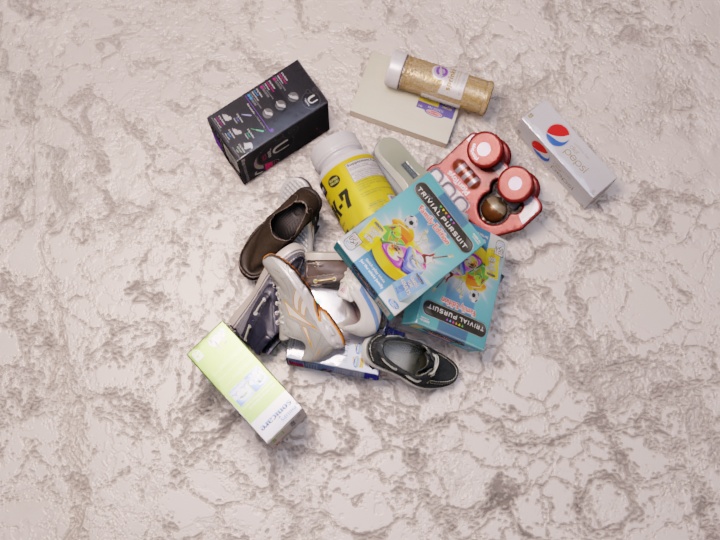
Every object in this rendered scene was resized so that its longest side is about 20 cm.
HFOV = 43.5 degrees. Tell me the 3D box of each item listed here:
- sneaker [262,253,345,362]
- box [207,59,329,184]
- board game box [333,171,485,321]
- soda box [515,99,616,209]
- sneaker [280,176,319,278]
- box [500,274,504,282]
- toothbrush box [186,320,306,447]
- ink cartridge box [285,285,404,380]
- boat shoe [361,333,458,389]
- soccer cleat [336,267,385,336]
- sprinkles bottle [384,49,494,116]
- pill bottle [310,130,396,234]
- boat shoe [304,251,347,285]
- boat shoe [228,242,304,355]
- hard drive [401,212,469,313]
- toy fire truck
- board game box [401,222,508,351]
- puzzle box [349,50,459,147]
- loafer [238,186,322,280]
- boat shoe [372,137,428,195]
[{"bbox_3d":[-0.113,0.067,1.502,0.092,0.076,0.201,-35,95,0],"label":"sneaker"},{"bbox_3d":[-0.164,-0.269,1.651,0.199,0.122,0.106,-35,79,-9],"label":"box"},{"bbox_3d":[0.080,-0.041,1.463,0.199,0.047,0.151,-38,86,-15],"label":"board game box"},{"bbox_3d":[0.379,-0.216,1.676,0.063,0.068,0.200,-38,80,-10],"label":"soda box"},{"bbox_3d":[-0.114,-0.068,1.632,0.077,0.079,0.202,10,100,8],"label":"sneaker"},{"bbox_3d":[0.148,0.004,1.634,0.199,0.035,0.111,34,78,7],"label":"box"},{"bbox_3d":[-0.188,0.195,1.523,0.086,0.146,0.200,-44,81,-10],"label":"toothbrush box"},{"bbox_3d":[-0.023,0.113,1.582,0.198,0.076,0.138,10,76,3],"label":"ink cartridge box"},{"bbox_3d":[0.096,0.158,1.540,0.198,0.060,0.077,15,76,-30],"label":"boat shoe"},{"bbox_3d":[0.004,0.010,1.501,0.085,0.070,0.203,3,92,-29],"label":"soccer cleat"},{"bbox_3d":[0.146,-0.348,1.680,0.198,0.068,0.069,18,76,3],"label":"sprinkles bottle"},{"bbox_3d":[-0.006,-0.143,1.624,0.113,0.114,0.201,-26,71,-7],"label":"pill bottle"},{"bbox_3d":[0.000,0.000,1.576,0.198,0.072,0.060,2,93,-14],"label":"boat shoe"},{"bbox_3d":[-0.141,0.056,1.564,0.093,0.074,0.201,45,109,26],"label":"boat shoe"},{"bbox_3d":[0.121,-0.017,1.573,0.131,0.026,0.202,16,78,-30],"label":"hard drive"},{"bbox_3d":[0.226,-0.147,1.648,0.168,0.112,0.201,-42,79,14],"label":"toy fire truck"},{"bbox_3d":[0.165,0.019,1.546,0.150,0.047,0.202,23,74,-28],"label":"board game box"},{"bbox_3d":[0.092,-0.325,1.721,0.198,0.025,0.134,20,76,4],"label":"puzzle box"},{"bbox_3d":[-0.150,-0.064,1.563,0.073,0.071,0.200,40,105,3],"label":"loafer"},{"bbox_3d":[0.092,-0.152,1.655,0.070,0.072,0.201,-34,83,-23],"label":"boat shoe"}]
